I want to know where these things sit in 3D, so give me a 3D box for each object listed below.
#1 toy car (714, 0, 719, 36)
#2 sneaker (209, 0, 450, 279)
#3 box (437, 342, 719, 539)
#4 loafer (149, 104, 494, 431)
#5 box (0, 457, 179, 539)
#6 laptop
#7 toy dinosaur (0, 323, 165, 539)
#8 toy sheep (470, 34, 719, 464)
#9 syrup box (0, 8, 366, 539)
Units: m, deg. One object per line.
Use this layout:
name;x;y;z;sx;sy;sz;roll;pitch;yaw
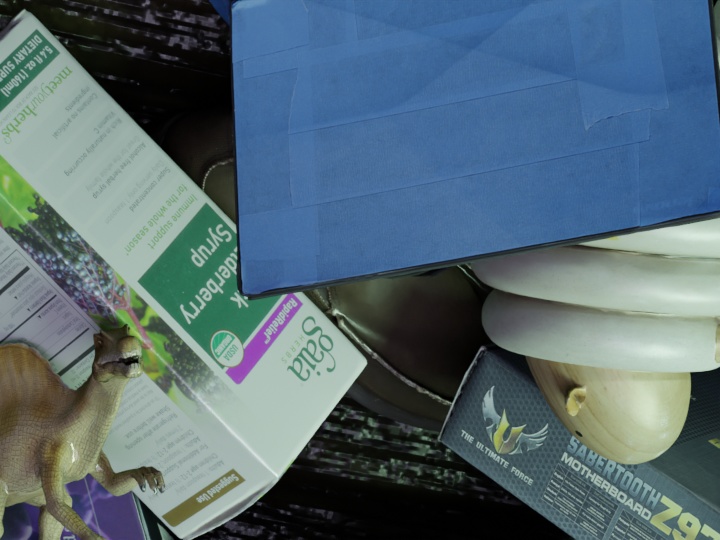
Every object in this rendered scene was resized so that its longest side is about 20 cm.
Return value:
toy car;0.243;-0.046;1.065;0.199;0.176;0.150;-20;149;1
sneaker;-0.021;-0.083;1.006;0.200;0.111;0.077;47;133;-9
box;0.152;0.092;1.048;0.200;0.157;0.051;34;113;27
loafer;0.000;0.000;1.072;0.200;0.071;0.073;33;62;-18
box;-0.165;0.171;1.086;0.199;0.104;0.149;-20;74;0
laptop;0.018;-0.116;0.900;0.186;0.116;0.201;-10;126;20
toy dinosaur;-0.139;0.082;1.022;0.199;0.058;0.102;-23;81;33
toy sheep;0.105;-0.028;0.967;0.137;0.138;0.201;5;91;-9
syrup box;-0.101;0.004;1.034;0.200;0.079;0.081;45;138;-7
